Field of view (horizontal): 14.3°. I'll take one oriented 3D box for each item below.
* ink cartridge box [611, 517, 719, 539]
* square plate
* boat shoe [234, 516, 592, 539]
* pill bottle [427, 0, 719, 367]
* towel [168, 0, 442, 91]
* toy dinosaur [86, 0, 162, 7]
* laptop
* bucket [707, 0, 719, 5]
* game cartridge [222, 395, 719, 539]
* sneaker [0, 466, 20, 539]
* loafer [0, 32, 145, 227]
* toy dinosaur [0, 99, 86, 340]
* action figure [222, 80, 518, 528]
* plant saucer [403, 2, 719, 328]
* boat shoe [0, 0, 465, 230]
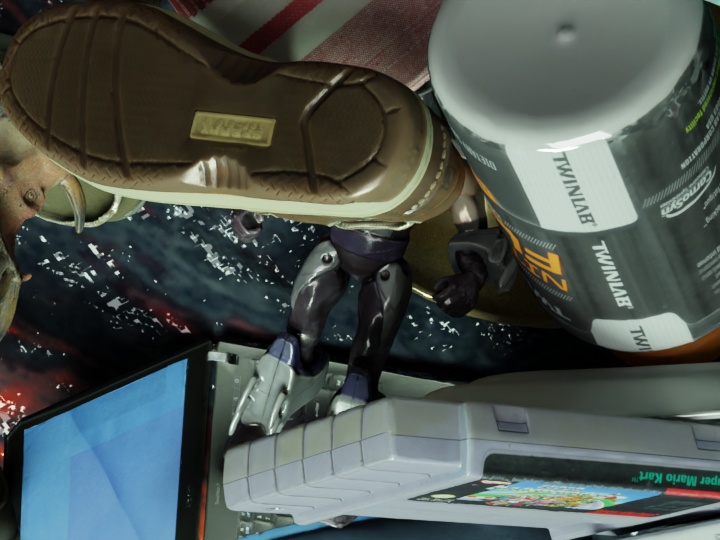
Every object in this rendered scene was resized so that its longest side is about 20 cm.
[{"bbox_3d":[0.209,0.116,1.228,0.200,0.163,0.057,-9,85,19],"label":"ink cartridge box"},{"bbox_3d":[0.126,0.068,1.221,0.198,0.200,0.028,-4,77,9],"label":"square plate"},{"bbox_3d":[0.006,0.144,1.273,0.200,0.069,0.084,-13,161,9],"label":"boat shoe"},{"bbox_3d":[0.102,-0.038,1.112,0.106,0.106,0.200,-8,146,16],"label":"pill bottle"},{"bbox_3d":[-0.030,-0.156,1.138,0.144,0.023,0.200,-37,84,26],"label":"towel"},{"bbox_3d":[-0.122,-0.193,1.119,0.106,0.060,0.200,-21,97,23],"label":"toy dinosaur"},{"bbox_3d":[-0.056,0.132,1.321,0.200,0.103,0.177,10,124,6],"label":"laptop"},{"bbox_3d":[0.187,-0.161,1.029,0.207,0.207,0.135,22,109,-3],"label":"bucket"},{"bbox_3d":[0.062,0.082,1.144,0.200,0.038,0.130,7,168,-32],"label":"game cartridge"},{"bbox_3d":[-0.213,0.052,1.261,0.075,0.200,0.106,-15,123,-32],"label":"sneaker"},{"bbox_3d":[-0.184,-0.070,1.238,0.200,0.070,0.075,27,123,-6],"label":"loafer"},{"bbox_3d":[-0.209,0.013,1.201,0.135,0.086,0.200,25,119,-20],"label":"toy dinosaur"},{"bbox_3d":[0.000,0.000,1.198,0.130,0.069,0.200,23,115,18],"label":"action figure"},{"bbox_3d":[0.074,-0.068,1.209,0.200,0.035,0.200,5,123,9],"label":"plant saucer"},{"bbox_3d":[-0.049,-0.052,1.114,0.202,0.075,0.075,19,87,34],"label":"boat shoe"}]
